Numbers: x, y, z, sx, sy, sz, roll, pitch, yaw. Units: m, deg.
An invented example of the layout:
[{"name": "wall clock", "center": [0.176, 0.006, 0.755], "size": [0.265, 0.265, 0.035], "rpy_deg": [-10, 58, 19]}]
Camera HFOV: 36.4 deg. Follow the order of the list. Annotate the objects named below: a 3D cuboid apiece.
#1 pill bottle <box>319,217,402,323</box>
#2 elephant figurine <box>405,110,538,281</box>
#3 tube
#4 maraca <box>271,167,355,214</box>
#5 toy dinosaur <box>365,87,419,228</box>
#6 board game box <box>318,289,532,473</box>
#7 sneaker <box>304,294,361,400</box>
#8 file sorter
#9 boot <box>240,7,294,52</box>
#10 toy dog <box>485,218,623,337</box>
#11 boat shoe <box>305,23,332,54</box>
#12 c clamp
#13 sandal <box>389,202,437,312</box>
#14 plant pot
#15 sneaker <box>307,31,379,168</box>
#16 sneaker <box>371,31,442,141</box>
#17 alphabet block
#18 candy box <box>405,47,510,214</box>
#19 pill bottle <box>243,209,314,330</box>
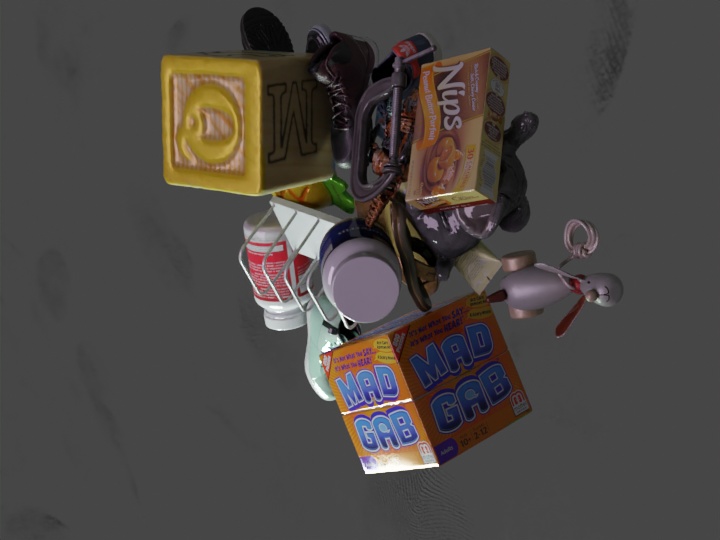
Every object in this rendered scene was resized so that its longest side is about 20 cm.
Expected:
[{"name": "pill bottle", "center": [0.000, 0.000, 1.572], "size": [0.200, 0.115, 0.117], "rpy_deg": [-106, 5, -73]}, {"name": "elephant figurine", "center": [0.170, -0.100, 1.490], "size": [0.199, 0.142, 0.155], "rpy_deg": [-11, 129, 40]}, {"name": "tube", "center": [0.130, -0.058, 1.629], "size": [0.200, 0.052, 0.058], "rpy_deg": [50, 180, 19]}, {"name": "maraca", "center": [-0.085, -0.151, 1.812], "size": [0.199, 0.107, 0.137], "rpy_deg": [24, 160, 38]}, {"name": "toy dinosaur", "center": [0.042, -0.164, 1.553], "size": [0.102, 0.200, 0.136], "rpy_deg": [37, -169, -18]}, {"name": "board game box", "center": [0.096, 0.171, 1.663], "size": [0.199, 0.199, 0.201], "rpy_deg": [-22, 91, 55]}, {"name": "sneaker", "center": [-0.043, 0.153, 1.951], "size": [0.118, 0.073, 0.202], "rpy_deg": [23, 124, 54]}, {"name": "file sorter", "center": [-0.076, -0.007, 1.787], "size": [0.199, 0.125, 0.139], "rpy_deg": [20, 153, 29]}, {"name": "boot", "center": [-0.172, -0.322, 1.861], "size": [0.157, 0.079, 0.213], "rpy_deg": [-21, 91, 56]}, {"name": "toy dog", "center": [0.245, 0.025, 1.469], "size": [0.200, 0.096, 0.133], "rpy_deg": [-33, 82, 55]}, {"name": "boat shoe", "center": [-0.065, -0.286, 1.741], "size": [0.072, 0.071, 0.202], "rpy_deg": [17, 122, 48]}, {"name": "c clamp", "center": [0.033, -0.195, 1.493], "size": [0.170, 0.027, 0.202], "rpy_deg": [-6, 75, 56]}, {"name": "sandal", "center": [0.084, -0.017, 1.574], "size": [0.081, 0.054, 0.201], "rpy_deg": [-101, -4, -50]}, {"name": "plant pot", "center": [0.063, -0.052, 1.692], "size": [0.200, 0.027, 0.201], "rpy_deg": [47, 162, 21]}, {"name": "sneaker", "center": [-0.040, -0.258, 1.625], "size": [0.075, 0.115, 0.202], "rpy_deg": [3, 86, 41]}, {"name": "sneaker", "center": [0.045, -0.260, 1.594], "size": [0.075, 0.084, 0.201], "rpy_deg": [50, 142, 23]}, {"name": "alphabet block", "center": [-0.166, -0.229, 1.660], "size": [0.194, 0.200, 0.198], "rpy_deg": [8, 105, 30]}, {"name": "candy box", "center": [0.128, -0.183, 1.441], "size": [0.115, 0.055, 0.202], "rpy_deg": [-6, 69, 40]}, {"name": "pill bottle", "center": [-0.143, -0.001, 1.972], "size": [0.112, 0.112, 0.202], "rpy_deg": [19, 123, 48]}]
